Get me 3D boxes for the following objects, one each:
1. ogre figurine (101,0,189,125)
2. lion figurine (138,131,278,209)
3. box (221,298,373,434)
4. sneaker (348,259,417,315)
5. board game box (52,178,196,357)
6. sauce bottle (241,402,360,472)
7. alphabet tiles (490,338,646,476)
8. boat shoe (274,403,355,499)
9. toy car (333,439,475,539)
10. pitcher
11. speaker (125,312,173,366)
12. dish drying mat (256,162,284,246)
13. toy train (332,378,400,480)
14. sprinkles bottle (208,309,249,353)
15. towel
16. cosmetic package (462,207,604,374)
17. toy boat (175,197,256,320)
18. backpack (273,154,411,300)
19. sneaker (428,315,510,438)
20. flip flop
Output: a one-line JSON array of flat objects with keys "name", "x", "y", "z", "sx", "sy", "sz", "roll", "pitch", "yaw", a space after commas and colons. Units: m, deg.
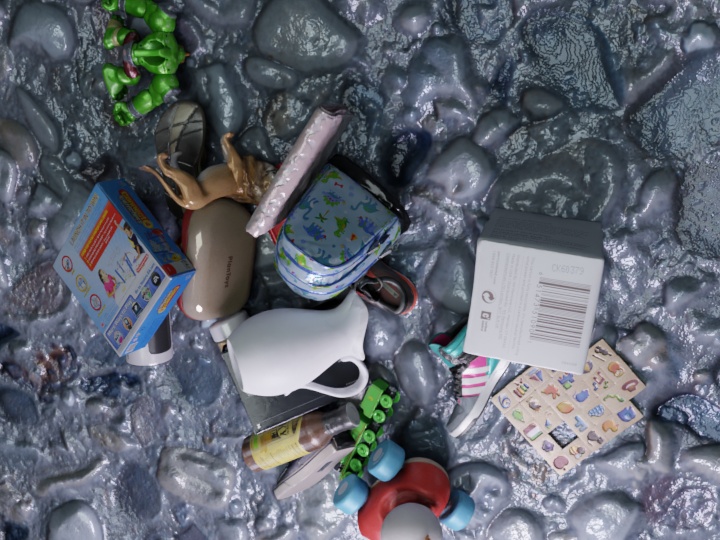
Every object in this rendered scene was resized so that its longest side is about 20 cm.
[{"name": "ogre figurine", "x": -0.332, "y": -0.326, "z": 1.340, "sx": 0.119, "sy": 0.098, "sz": 0.201, "roll": 4, "pitch": 84, "yaw": 20}, {"name": "lion figurine", "x": -0.219, "y": -0.134, "z": 1.321, "sx": 0.199, "sy": 0.072, "sz": 0.123, "roll": -22, "pitch": 94, "yaw": -20}, {"name": "box", "x": -0.100, "y": 0.148, "z": 1.385, "sx": 0.199, "sy": 0.079, "sz": 0.142, "roll": -22, "pitch": 97, "yaw": -4}, {"name": "sneaker", "x": 0.000, "y": 0.000, "z": 1.346, "sx": 0.199, "sy": 0.082, "sz": 0.077, "roll": 31, "pitch": 103, "yaw": 3}, {"name": "board game box", "x": -0.372, "y": -0.004, "z": 1.371, "sx": 0.196, "sy": 0.056, "sz": 0.200, "roll": 50, "pitch": 125, "yaw": 14}, {"name": "sauce bottle", "x": -0.093, "y": 0.259, "z": 1.387, "sx": 0.199, "sy": 0.065, "sz": 0.065, "roll": -25, "pitch": 97, "yaw": 20}, {"name": "alphabet tiles", "x": 0.329, "y": 0.201, "z": 1.357, "sx": 0.200, "sy": 0.008, "sz": 0.167, "roll": -42, "pitch": 91, "yaw": 20}, {"name": "boat shoe", "x": -0.091, "y": 0.299, "z": 1.472, "sx": 0.200, "sy": 0.074, "sz": 0.093, "roll": -44, "pitch": 62, "yaw": 31}, {"name": "toy car", "x": 0.066, "y": 0.404, "z": 1.360, "sx": 0.184, "sy": 0.200, "sz": 0.177, "roll": 38, "pitch": 111, "yaw": -13}, {"name": "pitcher", "x": -0.085, "y": 0.131, "z": 1.297, "sx": 0.199, "sy": 0.121, "sz": 0.172, "roll": -16, "pitch": 114, "yaw": -16}, {"name": "speaker", "x": -0.358, "y": 0.051, "z": 1.462, "sx": 0.081, "sy": 0.081, "sz": 0.201, "roll": 3, "pitch": 105, "yaw": 14}, {"name": "dish drying mat", "x": -0.111, "y": -0.066, "z": 1.396, "sx": 0.076, "sy": 0.018, "sz": 0.201, "roll": -21, "pitch": 98, "yaw": 18}, {"name": "toy train", "x": 0.005, "y": 0.266, "z": 1.444, "sx": 0.056, "sy": 0.042, "sz": 0.201, "roll": 32, "pitch": 113, "yaw": 20}, {"name": "sprinkles bottle", "x": -0.178, "y": 0.167, "z": 1.451, "sx": 0.068, "sy": 0.068, "sz": 0.201, "roll": -21, "pitch": 99, "yaw": 19}, {"name": "towel", "x": -0.082, "y": -0.148, "z": 1.266, "sx": 0.032, "sy": 0.191, "sz": 0.201, "roll": 33, "pitch": 105, "yaw": 3}, {"name": "cosmetic package", "x": 0.244, "y": 0.021, "z": 1.227, "sx": 0.164, "sy": 0.200, "sz": 0.166, "roll": 10, "pitch": 107, "yaw": 12}, {"name": "toy boat", "x": -0.248, "y": -0.028, "z": 1.404, "sx": 0.130, "sy": 0.130, "sz": 0.201, "roll": 24, "pitch": 112, "yaw": 38}, {"name": "backpack", "x": -0.040, "y": -0.054, "z": 1.273, "sx": 0.163, "sy": 0.154, "sz": 0.200, "roll": 42, "pitch": 81, "yaw": 3}, {"name": "sneaker", "x": 0.151, "y": 0.151, "z": 1.348, "sx": 0.120, "sy": 0.084, "sz": 0.201, "roll": 28, "pitch": 102, "yaw": 1}, {"name": "flip flop", "x": -0.275, "y": -0.176, "z": 1.395, "sx": 0.081, "sy": 0.058, "sz": 0.201, "roll": 6, "pitch": 121, "yaw": 8}]
